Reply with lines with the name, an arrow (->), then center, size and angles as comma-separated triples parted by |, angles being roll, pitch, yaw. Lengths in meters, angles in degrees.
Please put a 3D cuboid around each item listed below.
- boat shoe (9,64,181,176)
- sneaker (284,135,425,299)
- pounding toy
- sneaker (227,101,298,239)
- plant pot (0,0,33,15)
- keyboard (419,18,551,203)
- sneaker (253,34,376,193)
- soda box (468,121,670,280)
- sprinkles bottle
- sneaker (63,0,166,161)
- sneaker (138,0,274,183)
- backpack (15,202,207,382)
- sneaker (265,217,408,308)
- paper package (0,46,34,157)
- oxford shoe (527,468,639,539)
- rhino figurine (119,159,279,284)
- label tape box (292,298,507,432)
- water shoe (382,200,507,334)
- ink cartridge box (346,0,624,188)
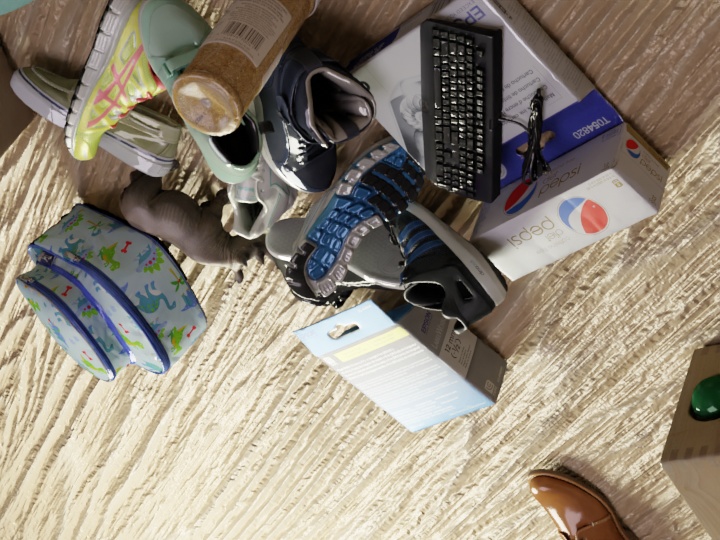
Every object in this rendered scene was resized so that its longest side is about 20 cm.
boat shoe -> -0.279, -0.173, 1.611 | 0.199, 0.072, 0.062 | 29, 105, 3
sneaker -> -0.012, -0.069, 1.529 | 0.075, 0.087, 0.200 | 35, 109, -23
pounding toy -> 0.393, 0.169, 1.476 | 0.141, 0.185, 0.201 | -14, 125, 39
sneaker -> -0.102, -0.115, 1.546 | 0.070, 0.081, 0.202 | 16, 137, 17
plant pot -> -0.310, -0.336, 1.369 | 0.133, 0.201, 0.201 | -10, 138, -9
keyboard -> 0.114, -0.138, 1.376 | 0.126, 0.021, 0.201 | 13, 140, 17
sneaker -> -0.039, -0.132, 1.447 | 0.146, 0.077, 0.203 | 37, 156, 43
soda box -> 0.197, -0.063, 1.433 | 0.068, 0.064, 0.199 | 39, 142, -20
sprinkles bottle -> -0.098, -0.208, 1.346 | 0.068, 0.201, 0.069 | 16, 140, 14
sneaker -> -0.239, -0.189, 1.521 | 0.089, 0.078, 0.201 | 21, 121, -13
sneaker -> -0.145, -0.182, 1.432 | 0.202, 0.073, 0.118 | 63, 169, -5
backpack -> -0.282, 0.037, 1.722 | 0.199, 0.147, 0.184 | 16, 145, 46
sneaker -> 0.000, 0.000, 1.627 | 0.198, 0.071, 0.100 | 10, 150, 15
paper package -> -0.463, -0.186, 1.594 | 0.102, 0.191, 0.201 | 4, 134, 26
oxford shoe -> 0.268, 0.314, 1.798 | 0.200, 0.072, 0.071 | 45, 140, -17
rhino figurine -> -0.175, -0.049, 1.653 | 0.199, 0.088, 0.060 | 30, 142, -2
label tape box -> 0.044, 0.088, 1.676 | 0.200, 0.067, 0.143 | 41, 140, -22
water shoe -> 0.062, -0.010, 1.501 | 0.200, 0.079, 0.072 | 38, 168, 50
ink cartridge box -> 0.111, -0.158, 1.403 | 0.200, 0.041, 0.199 | 43, 139, -17
